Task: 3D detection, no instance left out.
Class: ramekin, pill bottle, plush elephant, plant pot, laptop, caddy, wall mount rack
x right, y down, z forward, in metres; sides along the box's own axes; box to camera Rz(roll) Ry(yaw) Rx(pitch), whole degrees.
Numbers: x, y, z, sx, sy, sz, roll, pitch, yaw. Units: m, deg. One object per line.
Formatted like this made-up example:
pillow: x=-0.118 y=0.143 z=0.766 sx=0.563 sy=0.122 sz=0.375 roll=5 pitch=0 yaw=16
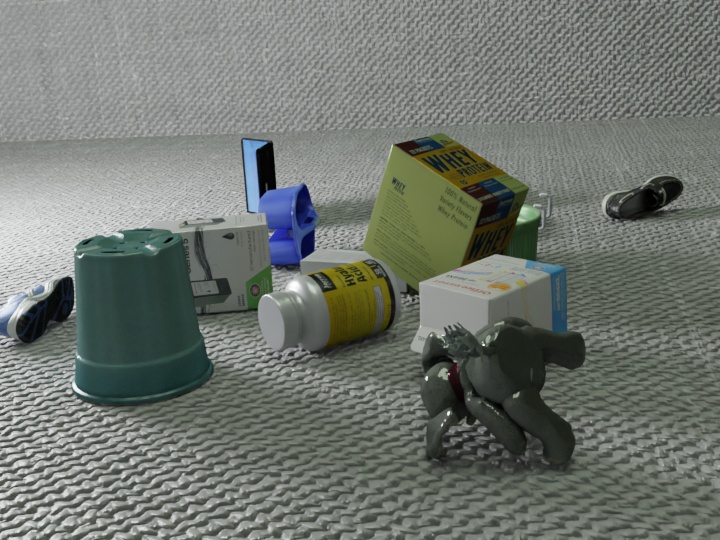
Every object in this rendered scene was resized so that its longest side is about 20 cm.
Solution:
ramekin: x=0.228 y=-0.054 z=1.873 sx=0.196 sy=0.100 sz=0.200 roll=-4 pitch=16 yaw=1
pill bottle: x=-0.046 y=0.055 z=1.530 sx=0.198 sy=0.113 sz=0.111 roll=-15 pitch=19 yaw=-32
plush elephant: x=0.137 y=0.135 z=1.179 sx=0.198 sy=0.167 sz=0.155 roll=24 pitch=-35 yaw=-22
plant pot: x=-0.308 y=0.054 z=1.432 sx=0.196 sy=0.200 sz=0.200 roll=-2 pitch=15 yaw=1
laptop: x=-0.242 y=-0.196 z=2.326 sx=0.101 sy=0.181 sz=0.200 roll=-1 pitch=16 yaw=11
caddy: x=-0.128 y=-0.087 z=1.990 sx=0.103 sy=0.144 sz=0.200 roll=-4 pitch=16 yaw=7
wall mount rack: x=0.301 y=-0.121 z=2.134 sx=0.171 sy=0.076 sz=0.200 roll=1 pitch=16 yaw=16

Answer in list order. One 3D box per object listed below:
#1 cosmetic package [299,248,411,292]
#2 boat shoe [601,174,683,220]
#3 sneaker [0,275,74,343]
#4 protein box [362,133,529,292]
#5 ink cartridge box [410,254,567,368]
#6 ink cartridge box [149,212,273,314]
cosmetic package: x=0.000 y=0.000 z=1.821 sx=0.197 sy=0.052 sz=0.082 roll=4 pitch=15 yaw=22
boat shoe: x=0.603 y=-0.151 z=2.180 sx=0.197 sy=0.075 sz=0.060 roll=-13 pitch=18 yaw=-20
sneaker: x=-0.531 y=0.055 z=1.696 sx=0.076 sy=0.077 sz=0.200 roll=5 pitch=16 yaw=13
protein box: x=0.136 y=-0.083 z=1.697 sx=0.198 sy=0.202 sz=0.134 roll=37 pitch=36 yaw=30
ink cartridge box: x=0.173 y=0.068 z=1.406 sx=0.127 sy=0.128 sz=0.198 roll=12 pitch=21 yaw=43
ink cartridge box: x=-0.248 y=-0.009 z=1.731 sx=0.196 sy=0.148 sz=0.084 roll=-6 pitch=17 yaw=-6
